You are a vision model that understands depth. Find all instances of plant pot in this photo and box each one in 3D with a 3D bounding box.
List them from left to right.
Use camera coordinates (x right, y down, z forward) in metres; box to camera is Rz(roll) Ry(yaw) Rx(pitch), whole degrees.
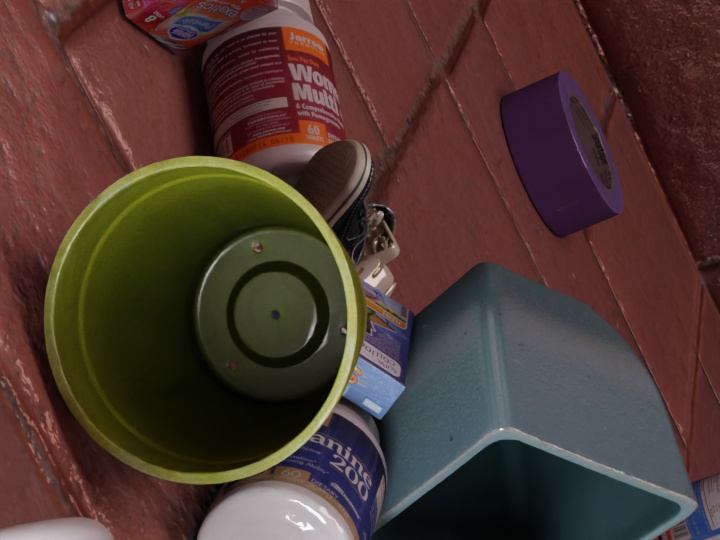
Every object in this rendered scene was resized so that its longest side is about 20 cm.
[{"bbox_3d":[-0.078,0.032,1.443,0.193,0.200,0.201,3,66,-77],"label":"plant pot"},{"bbox_3d":[0.112,0.114,1.677,0.195,0.196,0.200,23,45,-30],"label":"plant pot"}]

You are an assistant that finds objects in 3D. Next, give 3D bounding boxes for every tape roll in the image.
[{"bbox_3d":[0.262,-0.150,2.835,0.200,0.085,0.200,54,23,-36],"label":"tape roll"}]

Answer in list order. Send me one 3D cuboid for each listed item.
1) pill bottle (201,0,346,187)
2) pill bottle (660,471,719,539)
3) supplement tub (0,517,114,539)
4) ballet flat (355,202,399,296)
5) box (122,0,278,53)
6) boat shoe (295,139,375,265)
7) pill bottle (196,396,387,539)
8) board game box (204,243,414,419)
[{"bbox_3d":[-0.073,-0.141,1.809,0.110,0.109,0.200,43,30,-52],"label":"pill bottle"},{"bbox_3d":[0.476,0.299,2.728,0.112,0.200,0.112,55,22,-35],"label":"pill bottle"},{"bbox_3d":[-0.161,0.232,1.045,0.145,0.145,0.200,15,54,-68],"label":"supplement tub"},{"bbox_3d":[0.000,0.000,1.921,0.074,0.074,0.200,58,20,-28],"label":"ballet flat"},{"bbox_3d":[-0.149,-0.292,1.784,0.095,0.100,0.200,31,40,-62],"label":"box"},{"bbox_3d":[-0.022,-0.039,1.723,0.062,0.200,0.075,11,58,-15],"label":"boat shoe"},{"bbox_3d":[-0.041,0.159,1.536,0.111,0.111,0.200,63,18,-14],"label":"pill bottle"},{"bbox_3d":[-0.054,0.018,1.633,0.200,0.034,0.135,33,21,-9],"label":"board game box"}]
